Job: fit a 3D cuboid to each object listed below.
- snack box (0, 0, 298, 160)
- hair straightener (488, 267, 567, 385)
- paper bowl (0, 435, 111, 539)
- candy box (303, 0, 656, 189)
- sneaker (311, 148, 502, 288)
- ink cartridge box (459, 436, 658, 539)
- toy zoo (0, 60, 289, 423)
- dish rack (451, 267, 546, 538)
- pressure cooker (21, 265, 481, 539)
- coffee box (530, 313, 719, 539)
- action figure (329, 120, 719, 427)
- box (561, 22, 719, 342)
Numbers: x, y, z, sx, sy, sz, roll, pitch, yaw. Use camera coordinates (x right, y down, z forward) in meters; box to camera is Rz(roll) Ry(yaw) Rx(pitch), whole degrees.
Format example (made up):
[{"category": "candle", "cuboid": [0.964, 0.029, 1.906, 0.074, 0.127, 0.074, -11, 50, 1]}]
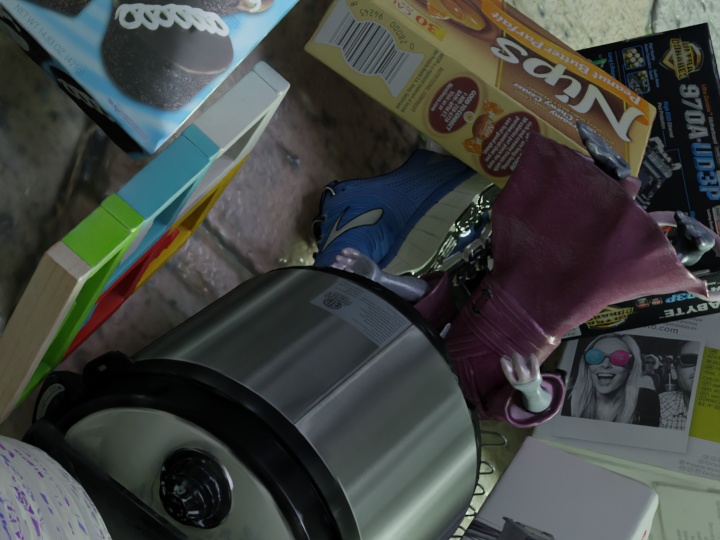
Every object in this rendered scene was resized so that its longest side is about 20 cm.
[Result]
[{"category": "snack box", "cuboid": [-0.129, -0.161, 0.736, 0.200, 0.037, 0.116, 45, 74, -15]}, {"category": "hair straightener", "cuboid": [0.091, 0.040, 0.971, 0.077, 0.041, 0.200, 37, 64, -7]}, {"category": "paper bowl", "cuboid": [-0.164, 0.159, 0.617, 0.104, 0.200, 0.202, 25, 68, -50]}, {"category": "candy box", "cuboid": [0.074, -0.112, 0.968, 0.200, 0.055, 0.116, 35, 32, -4]}, {"category": "sneaker", "cuboid": [0.000, 0.000, 0.962, 0.200, 0.089, 0.079, -41, 142, -27]}, {"category": "ink cartridge box", "cuboid": [0.075, 0.207, 0.865, 0.200, 0.083, 0.146, -48, 154, -48]}, {"category": "toy zoo", "cuboid": [-0.100, -0.023, 0.786, 0.020, 0.131, 0.200, 40, 47, 1]}, {"category": "dish rack", "cuboid": [0.038, 0.095, 1.016, 0.154, 0.054, 0.200, 56, 47, -34]}, {"category": "pressure cooker", "cuboid": [-0.057, 0.105, 0.787, 0.200, 0.175, 0.179, -37, 114, -52]}, {"category": "coffee box", "cuboid": [0.253, 0.107, 1.145, 0.200, 0.199, 0.198, 70, 37, -50]}, {"category": "action figure", "cuboid": [0.083, 0.019, 0.893, 0.200, 0.134, 0.149, -49, 149, 15]}, {"category": "box", "cuboid": [0.162, -0.057, 1.057, 0.046, 0.158, 0.201, 63, 19, -53]}]
